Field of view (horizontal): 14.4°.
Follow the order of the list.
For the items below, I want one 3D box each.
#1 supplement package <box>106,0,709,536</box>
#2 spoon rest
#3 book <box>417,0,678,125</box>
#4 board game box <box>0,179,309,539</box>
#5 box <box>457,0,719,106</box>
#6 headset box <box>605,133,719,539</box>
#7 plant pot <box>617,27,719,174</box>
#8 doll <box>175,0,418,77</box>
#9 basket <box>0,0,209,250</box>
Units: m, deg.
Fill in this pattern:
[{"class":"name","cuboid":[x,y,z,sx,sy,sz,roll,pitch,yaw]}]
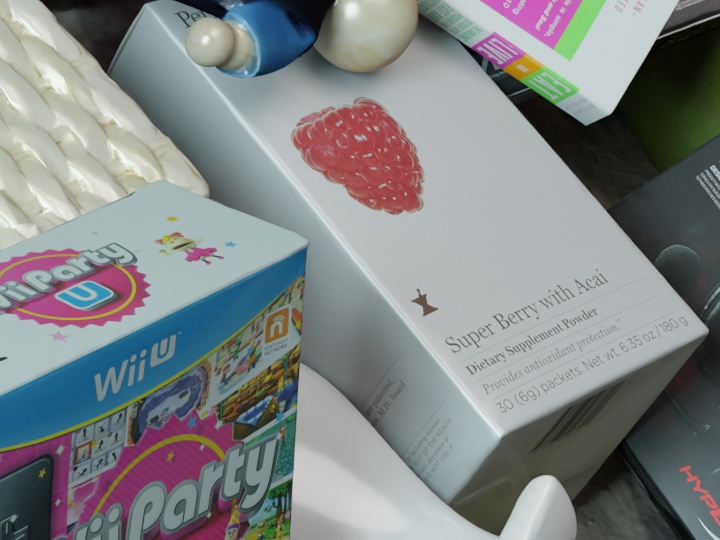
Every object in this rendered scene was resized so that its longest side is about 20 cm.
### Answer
[{"class":"supplement package","cuboid":[0.000,0.000,1.021,0.121,0.120,0.200,-23,66,-43]},{"class":"spoon rest","cuboid":[-0.012,0.078,0.921,0.061,0.199,0.100,46,65,-44]},{"class":"book","cuboid":[0.036,-0.162,1.031,0.200,0.048,0.134,34,74,-11]},{"class":"board game box","cuboid":[-0.089,0.093,0.814,0.064,0.201,0.147,23,32,33]},{"class":"box","cuboid":[0.096,-0.164,1.106,0.199,0.044,0.161,-22,86,-14]},{"class":"headset box","cuboid":[0.181,0.014,1.077,0.200,0.077,0.149,-34,68,0]},{"class":"plant pot","cuboid":[0.159,-0.127,1.216,0.199,0.200,0.191,-7,68,-37]},{"class":"doll","cuboid":[-0.059,-0.124,0.942,0.200,0.048,0.137,27,46,-29]},{"class":"basket","cuboid":[-0.188,-0.008,0.879,0.200,0.161,0.198,48,42,12]}]
